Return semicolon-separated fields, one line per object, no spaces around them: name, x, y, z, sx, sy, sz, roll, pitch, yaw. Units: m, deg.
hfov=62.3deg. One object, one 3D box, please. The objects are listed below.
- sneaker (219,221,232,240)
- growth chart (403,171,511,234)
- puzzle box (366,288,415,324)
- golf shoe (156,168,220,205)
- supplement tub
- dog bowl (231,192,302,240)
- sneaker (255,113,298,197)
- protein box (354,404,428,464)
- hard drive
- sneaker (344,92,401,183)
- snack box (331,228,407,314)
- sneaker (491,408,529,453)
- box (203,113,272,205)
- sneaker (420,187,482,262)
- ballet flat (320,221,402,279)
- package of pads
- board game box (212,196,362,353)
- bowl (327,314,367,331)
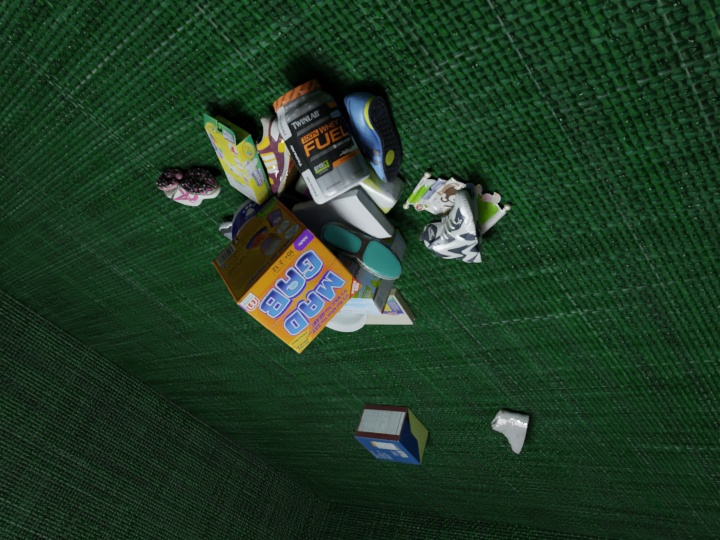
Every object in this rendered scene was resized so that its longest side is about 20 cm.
sneaker;-0.290;-0.046;1.557;0.197;0.116;0.076;24;162;-5
growth chart;0.199;-0.138;1.234;0.197;0.018;0.145;23;146;-2
puzzle box;0.042;0.103;1.663;0.197;0.026;0.134;-3;139;33
golf shoe;-0.406;-0.200;1.463;0.197;0.073;0.092;11;153;35
supplement tub;-0.075;-0.239;1.108;0.121;0.122;0.202;-19;103;46
dog bowl;-0.204;-0.080;1.410;0.196;0.079;0.203;-8;129;-10
sneaker;-0.180;-0.245;1.266;0.089;0.075;0.201;28;141;5
protein box;0.119;0.617;2.247;0.197;0.137;0.199;-4;139;35
hard drive;-0.040;-0.109;1.287;0.198;0.027;0.132;-7;139;42
sneaker;0.022;-0.255;1.139;0.077;0.066;0.201;20;151;33
snack box;0.000;0.000;1.378;0.166;0.203;0.068;1;144;32
sneaker;0.487;0.522;1.960;0.113;0.074;0.202;12;136;18
box;-0.267;-0.248;1.293;0.117;0.048;0.201;35;157;30
sneaker;0.179;-0.087;1.225;0.127;0.081;0.200;-2;150;17
ballet flat;0.002;-0.045;1.285;0.198;0.075;0.074;32;146;-12
package of pads;-0.023;-0.180;1.261;0.198;0.069;0.154;29;148;-11
board game box;-0.158;0.006;1.276;0.200;0.200;0.200;45;179;-37
bowl;-0.056;0.059;1.582;0.198;0.091;0.204;17;135;17
